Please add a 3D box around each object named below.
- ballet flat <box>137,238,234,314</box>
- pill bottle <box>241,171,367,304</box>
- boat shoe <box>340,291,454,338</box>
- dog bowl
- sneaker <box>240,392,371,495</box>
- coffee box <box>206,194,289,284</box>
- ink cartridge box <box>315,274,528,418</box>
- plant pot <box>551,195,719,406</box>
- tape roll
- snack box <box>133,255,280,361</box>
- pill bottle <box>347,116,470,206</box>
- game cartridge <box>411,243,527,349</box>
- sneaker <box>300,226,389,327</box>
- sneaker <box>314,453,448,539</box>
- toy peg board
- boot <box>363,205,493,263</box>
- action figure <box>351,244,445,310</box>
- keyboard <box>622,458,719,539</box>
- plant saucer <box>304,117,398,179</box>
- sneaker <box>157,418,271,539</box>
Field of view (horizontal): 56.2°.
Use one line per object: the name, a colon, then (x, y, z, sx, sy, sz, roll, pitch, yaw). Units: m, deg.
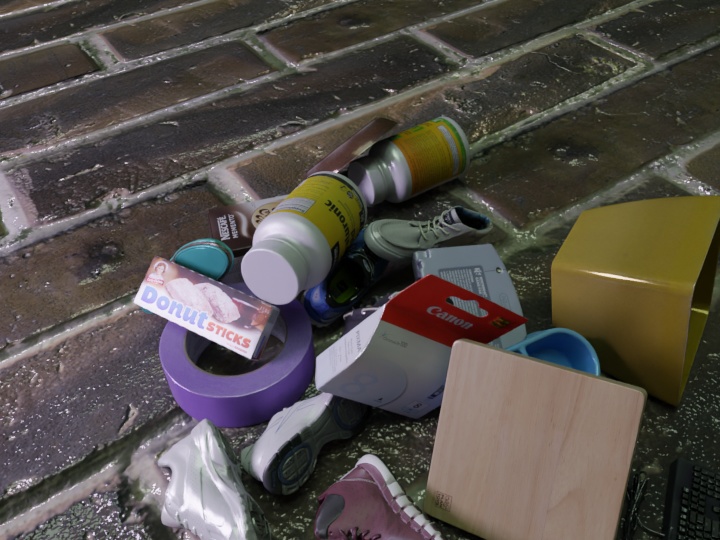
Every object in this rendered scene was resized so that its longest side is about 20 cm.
ballet flat: (-0.240, 0.000, 0.960, 0.199, 0.068, 0.070, -29, 8, 32)
pill bottle: (-0.075, -0.043, 0.899, 0.111, 0.112, 0.200, 15, 38, 17)
boat shoe: (0.041, 0.057, 0.828, 0.073, 0.200, 0.061, 9, 66, -30)
dog bowl: (0.210, 0.138, 0.834, 0.199, 0.050, 0.112, -20, 74, -18)
sneaker: (-0.063, 0.182, 0.817, 0.087, 0.075, 0.200, 5, 28, 44)
coffee box: (-0.131, -0.052, 1.058, 0.199, 0.080, 0.113, -12, 45, -11)
ink cartridge box: (0.069, 0.095, 0.761, 0.159, 0.200, 0.048, 24, 45, -32)
plant pot: (0.360, 0.021, 0.894, 0.176, 0.201, 0.200, 14, 45, 32)
tape roll: (-0.162, 0.107, 0.902, 0.199, 0.066, 0.201, -1, 44, 1)
snack box: (-0.203, 0.046, 0.879, 0.199, 0.024, 0.072, 21, 85, 23)
pill bottle: (0.082, -0.184, 1.168, 0.199, 0.112, 0.111, -25, 48, -23)
game cartridge: (0.150, 0.064, 0.898, 0.132, 0.041, 0.201, -6, 69, -10)
sneaker: (0.000, 0.000, 0.978, 0.079, 0.089, 0.200, 46, 56, -11)
sneaker: (0.020, 0.293, 0.703, 0.115, 0.076, 0.200, -28, 38, -18)
toy peg board: (0.192, 0.192, 0.732, 0.198, 0.201, 0.098, 13, 7, 30)
boot: (0.104, -0.062, 0.992, 0.199, 0.096, 0.074, 1, 57, -39)
action figure: (0.071, 0.058, 0.945, 0.200, 0.070, 0.130, -39, 60, -14)
keyboard: (0.340, 0.288, 0.725, 0.126, 0.021, 0.200, 16, 45, 18)
plant saucer: (-0.024, -0.201, 1.149, 0.200, 0.035, 0.200, -36, 10, 7)
sneaker: (-0.165, 0.267, 0.739, 0.099, 0.078, 0.200, -32, 49, -6)
